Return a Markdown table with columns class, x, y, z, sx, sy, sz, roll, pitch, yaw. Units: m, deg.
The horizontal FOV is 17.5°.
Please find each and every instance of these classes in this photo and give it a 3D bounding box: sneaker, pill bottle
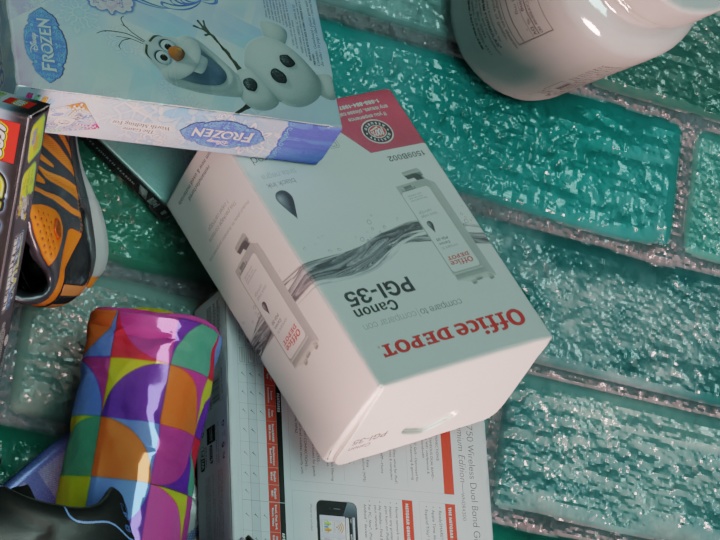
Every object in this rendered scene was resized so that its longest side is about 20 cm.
| class | x | y | z | sx | sy | sz | roll | pitch | yaw |
| --- | --- | --- | --- | --- | --- | --- | --- | --- | --- |
| sneaker | -0.221 | 0.153 | 1.269 | 0.199 | 0.070 | 0.078 | 3 | 64 | -7 |
| sneaker | -0.205 | -0.075 | 1.341 | 0.077 | 0.112 | 0.201 | -21 | 91 | 14 |
| pill bottle | 0.153 | -0.184 | 1.492 | 0.114 | 0.200 | 0.115 | 5 | 80 | -27 |

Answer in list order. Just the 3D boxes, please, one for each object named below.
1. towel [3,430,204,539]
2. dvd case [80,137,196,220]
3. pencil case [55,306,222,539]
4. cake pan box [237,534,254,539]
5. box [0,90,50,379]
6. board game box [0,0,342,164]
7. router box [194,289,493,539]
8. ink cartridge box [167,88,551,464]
| class | x | y | z | sx | sy | sz | roll | pitch | yaw |
| --- | --- | --- | --- | --- | --- | --- | --- | --- | --- |
| towel | -0.136 | 0.190 | 1.392 | 0.147 | 0.024 | 0.200 | -39 | 98 | -24 |
| dvd case | -0.145 | -0.151 | 1.443 | 0.200 | 0.022 | 0.146 | 45 | 65 | -13 |
| pencil case | -0.133 | 0.121 | 1.349 | 0.088 | 0.088 | 0.201 | 15 | 78 | -24 |
| cake pan box | -0.106 | 0.265 | 1.309 | 0.184 | 0.052 | 0.200 | -37 | 142 | -26 |
| box | -0.242 | -0.006 | 1.285 | 0.110 | 0.035 | 0.201 | 15 | 106 | 7 |
| board game box | -0.123 | -0.163 | 1.378 | 0.198 | 0.043 | 0.201 | 6 | 54 | -26 |
| router box | -0.010 | 0.119 | 1.431 | 0.179 | 0.049 | 0.201 | 9 | 66 | -26 |
| ink cartridge box | 0.000 | 0.000 | 1.405 | 0.146 | 0.083 | 0.200 | -14 | 61 | -39 |
